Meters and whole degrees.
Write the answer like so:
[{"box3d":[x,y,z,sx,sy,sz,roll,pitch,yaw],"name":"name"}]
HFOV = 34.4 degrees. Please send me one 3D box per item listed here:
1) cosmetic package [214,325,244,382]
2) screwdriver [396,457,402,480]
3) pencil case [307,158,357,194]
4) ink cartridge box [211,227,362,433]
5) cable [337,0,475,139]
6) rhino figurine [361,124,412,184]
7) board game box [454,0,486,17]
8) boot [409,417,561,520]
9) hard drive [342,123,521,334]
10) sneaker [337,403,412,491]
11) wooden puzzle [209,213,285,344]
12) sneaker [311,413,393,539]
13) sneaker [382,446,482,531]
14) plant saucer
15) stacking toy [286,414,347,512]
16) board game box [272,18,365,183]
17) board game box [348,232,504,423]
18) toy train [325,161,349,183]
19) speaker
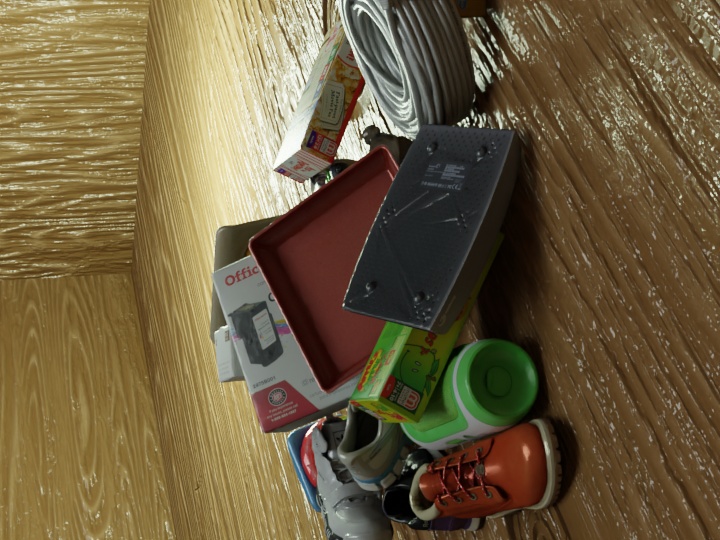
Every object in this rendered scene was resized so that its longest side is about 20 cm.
[{"box3d":[-0.083,0.104,1.514,0.102,0.198,0.075,152,113,-71],"name":"cosmetic package"},{"box3d":[0.055,0.139,1.299,0.028,0.029,0.202,107,167,-58],"name":"screwdriver"},{"box3d":[-0.015,-0.042,1.454,0.078,0.088,0.202,55,-159,-65],"name":"pencil case"},{"box3d":[-0.072,0.070,1.356,0.202,0.145,0.083,69,-165,13],"name":"ink cartridge box"},{"box3d":[0.043,-0.231,1.177,0.202,0.069,0.200,65,169,-17],"name":"cable"},{"box3d":[0.038,-0.064,1.336,0.087,0.059,0.203,-143,47,-72],"name":"rhino figurine"},{"box3d":[0.082,-0.359,1.180,0.153,0.040,0.203,-149,58,-69],"name":"board game box"},{"box3d":[0.114,0.193,1.076,0.200,0.106,0.076,124,141,-59],"name":"boot"},{"box3d":[0.071,-0.039,1.086,0.134,0.042,0.202,11,73,47],"name":"hard drive"},{"box3d":[0.031,0.131,1.248,0.074,0.087,0.202,7,66,34],"name":"sneaker"},{"box3d":[-0.101,0.012,1.565,0.046,0.198,0.187,43,135,46],"name":"wooden puzzle"},{"box3d":[-0.015,0.239,1.334,0.200,0.074,0.116,-140,43,-73],"name":"sneaker"},{"box3d":[0.057,0.240,1.283,0.200,0.086,0.077,178,89,-72],"name":"sneaker"},{"box3d":[0.000,0.000,1.270,0.201,0.199,0.037,61,-163,18],"name":"plant saucer"},{"box3d":[0.001,0.217,1.461,0.200,0.109,0.117,-44,66,53],"name":"stacking toy"},{"box3d":[-0.039,-0.218,1.438,0.202,0.046,0.151,-69,14,-10],"name":"board game box"},{"box3d":[0.064,0.049,1.136,0.202,0.047,0.102,-64,11,-14],"name":"board game box"},{"box3d":[-0.005,-0.043,1.380,0.057,0.041,0.202,79,174,-67],"name":"toy train"},{"box3d":[0.101,0.124,1.137,0.200,0.087,0.090,137,127,-67],"name":"speaker"}]
